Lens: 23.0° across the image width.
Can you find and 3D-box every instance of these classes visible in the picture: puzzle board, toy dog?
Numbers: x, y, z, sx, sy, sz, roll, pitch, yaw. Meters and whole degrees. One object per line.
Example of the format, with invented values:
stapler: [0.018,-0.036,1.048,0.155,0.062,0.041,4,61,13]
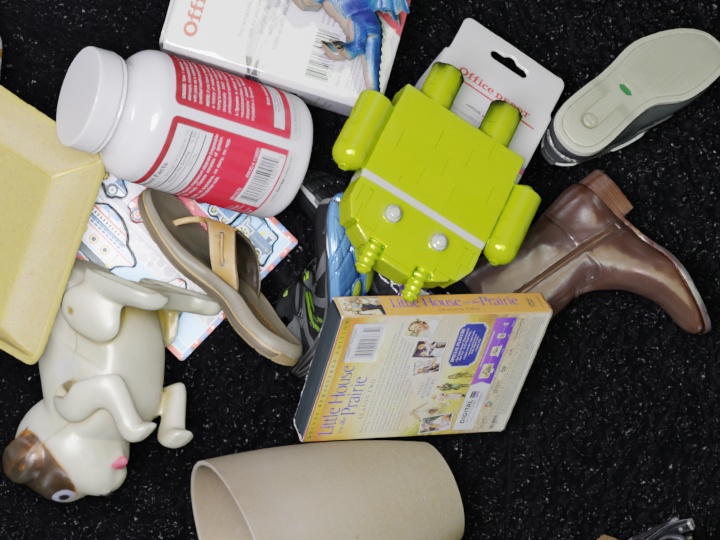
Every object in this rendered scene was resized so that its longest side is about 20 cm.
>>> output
puzzle board: [-0.177,-0.042,1.570,0.200,0.017,0.151,45,84,-4]
toy dog: [-0.233,0.098,1.497,0.193,0.139,0.201,16,92,15]

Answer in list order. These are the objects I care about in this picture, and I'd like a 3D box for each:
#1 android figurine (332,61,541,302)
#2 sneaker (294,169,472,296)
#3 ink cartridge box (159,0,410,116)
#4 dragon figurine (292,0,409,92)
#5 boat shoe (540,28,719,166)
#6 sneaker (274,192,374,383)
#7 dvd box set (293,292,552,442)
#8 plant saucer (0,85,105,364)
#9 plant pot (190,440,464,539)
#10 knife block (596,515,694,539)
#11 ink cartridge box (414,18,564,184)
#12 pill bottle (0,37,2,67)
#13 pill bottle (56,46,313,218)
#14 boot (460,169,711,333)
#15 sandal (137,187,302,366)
android figurine: [0.059,-0.070,1.469,0.182,0.041,0.201,33,68,-12]
sneaker: [0.000,0.000,1.562,0.200,0.076,0.088,44,118,12]
ink cartridge box: [-0.064,-0.231,1.554,0.199,0.083,0.148,17,86,-7]
dragon figurine: [0.006,-0.226,1.492,0.099,0.059,0.201,-33,91,-8]
boat shoe: [0.247,-0.157,1.604,0.199,0.068,0.072,-32,78,-21]
sneaker: [-0.036,0.023,1.519,0.082,0.071,0.200,22,129,20]
dvd box set: [0.053,0.083,1.520,0.199,0.029,0.147,-1,130,-23]
plant saucer: [-0.318,-0.051,1.423,0.200,0.048,0.201,35,58,-36]
plant pot: [-0.019,0.221,1.516,0.199,0.187,0.188,-18,91,-21]
knife block: [0.214,0.291,1.529,0.200,0.176,0.064,-37,92,-6]
ink cartridge box: [0.087,-0.111,1.559,0.116,0.067,0.201,34,63,-7]
pill bottle: [-0.364,-0.157,1.502,0.112,0.113,0.201,5,89,-7]
pill bottle: [-0.149,-0.120,1.493,0.199,0.112,0.113,16,87,-31]
boot: [0.188,0.035,1.588,0.200,0.064,0.187,-37,80,-9]
sandal: [-0.111,-0.003,1.511,0.054,0.080,0.200,-47,74,15]
